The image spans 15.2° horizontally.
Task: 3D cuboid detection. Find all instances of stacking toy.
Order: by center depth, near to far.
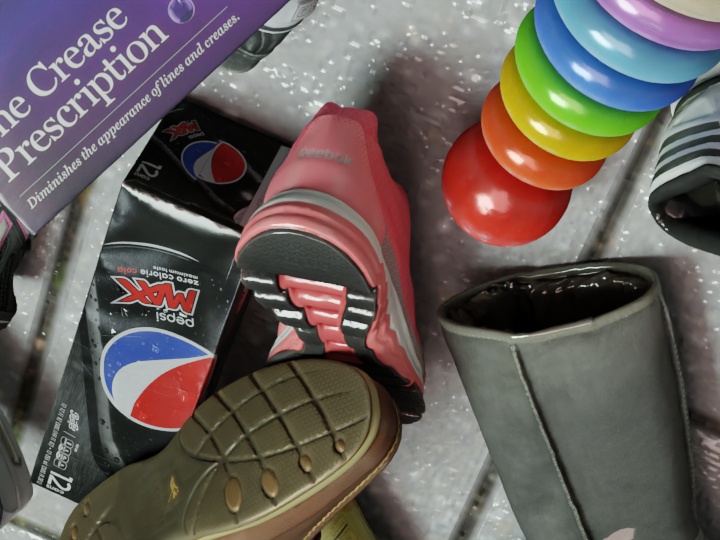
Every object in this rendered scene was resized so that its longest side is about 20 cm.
[{"bbox_3d":[0.091,-0.077,1.054,0.085,0.085,0.200,30,139,-3],"label":"stacking toy"}]

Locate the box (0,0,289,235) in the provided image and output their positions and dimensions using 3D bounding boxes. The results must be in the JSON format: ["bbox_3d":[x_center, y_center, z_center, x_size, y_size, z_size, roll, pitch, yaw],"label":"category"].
[{"bbox_3d":[-0.098,-0.134,1.004,0.200,0.079,0.141,-43,104,-1],"label":"box"}]

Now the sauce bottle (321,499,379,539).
[{"bbox_3d":[-0.011,0.157,1.288,0.065,0.065,0.200,-11,123,29],"label":"sauce bottle"}]

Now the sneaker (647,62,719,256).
[{"bbox_3d":[0.198,-0.049,1.000,0.200,0.115,0.076,-17,119,32],"label":"sneaker"}]

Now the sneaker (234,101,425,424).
[{"bbox_3d":[0.000,0.000,1.155,0.074,0.087,0.200,12,155,11],"label":"sneaker"}]

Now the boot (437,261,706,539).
[{"bbox_3d":[0.073,0.098,1.199,0.182,0.073,0.200,-17,128,13],"label":"boot"}]

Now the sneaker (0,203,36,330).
[{"bbox_3d":[-0.153,-0.042,1.178,0.086,0.080,0.200,-11,147,-12],"label":"sneaker"}]

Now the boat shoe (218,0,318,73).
[{"bbox_3d":[-0.115,-0.139,1.083,0.200,0.072,0.071,31,128,-7],"label":"boat shoe"}]

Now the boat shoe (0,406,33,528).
[{"bbox_3d":[-0.220,0.038,1.275,0.074,0.067,0.200,-20,95,31],"label":"boat shoe"}]

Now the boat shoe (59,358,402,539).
[{"bbox_3d":[-0.049,0.100,1.183,0.068,0.072,0.200,24,136,-36],"label":"boat shoe"}]

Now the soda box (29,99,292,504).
[{"bbox_3d":[-0.089,0.024,1.206,0.063,0.071,0.200,23,132,2],"label":"soda box"}]
